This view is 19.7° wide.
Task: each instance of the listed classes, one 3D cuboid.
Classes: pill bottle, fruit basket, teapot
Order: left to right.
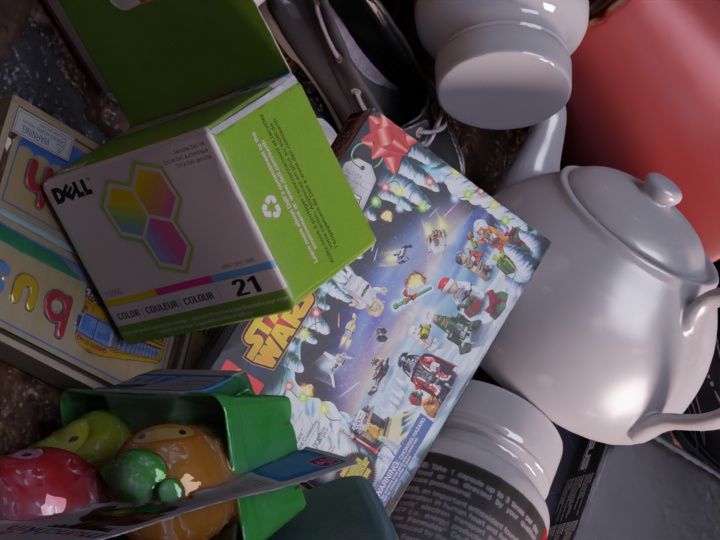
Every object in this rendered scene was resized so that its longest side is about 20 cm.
[{"bbox_3d":[-0.133,0.103,1.025,0.200,0.185,0.094,-5,92,-45],"label":"fruit basket"},{"bbox_3d":[0.046,0.172,1.234,0.114,0.114,0.200,45,54,-28],"label":"pill bottle"},{"bbox_3d":[0.089,-0.196,1.334,0.112,0.112,0.201,27,51,-38],"label":"pill bottle"},{"bbox_3d":[0.155,0.005,1.304,0.200,0.146,0.197,34,22,-5],"label":"teapot"}]

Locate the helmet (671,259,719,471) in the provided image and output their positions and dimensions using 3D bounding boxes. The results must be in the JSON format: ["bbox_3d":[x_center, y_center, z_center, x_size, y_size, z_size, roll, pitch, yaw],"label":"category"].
[{"bbox_3d":[0.300,0.069,1.451,0.200,0.200,0.191,39,78,-32],"label":"helmet"}]

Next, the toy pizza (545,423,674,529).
[{"bbox_3d":[0.147,0.150,1.397,0.200,0.032,0.201,10,76,-42],"label":"toy pizza"}]

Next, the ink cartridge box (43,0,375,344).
[{"bbox_3d":[-0.103,-0.073,1.084,0.076,0.148,0.200,-39,107,-41],"label":"ink cartridge box"}]

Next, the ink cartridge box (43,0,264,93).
[{"bbox_3d":[-0.103,-0.218,1.195,0.200,0.083,0.145,-47,113,-39],"label":"ink cartridge box"}]

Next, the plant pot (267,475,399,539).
[{"bbox_3d":[-0.040,0.234,1.024,0.195,0.200,0.197,-18,95,-10],"label":"plant pot"}]

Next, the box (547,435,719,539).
[{"bbox_3d":[0.201,0.224,1.347,0.193,0.047,0.200,33,65,-19],"label":"box"}]

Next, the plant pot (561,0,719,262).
[{"bbox_3d":[0.212,-0.117,1.420,0.177,0.200,0.200,52,50,-12],"label":"plant pot"}]

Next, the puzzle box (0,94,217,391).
[{"bbox_3d":[-0.140,0.006,1.151,0.200,0.025,0.133,30,62,-36],"label":"puzzle box"}]

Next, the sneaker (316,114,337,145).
[{"bbox_3d":[0.000,0.000,1.248,0.075,0.087,0.201,-12,88,-43],"label":"sneaker"}]

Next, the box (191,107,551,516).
[{"bbox_3d":[0.003,0.028,1.178,0.137,0.040,0.200,35,76,-16],"label":"box"}]

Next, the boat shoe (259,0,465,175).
[{"bbox_3d":[0.013,-0.117,1.305,0.200,0.057,0.067,50,51,-25],"label":"boat shoe"}]
